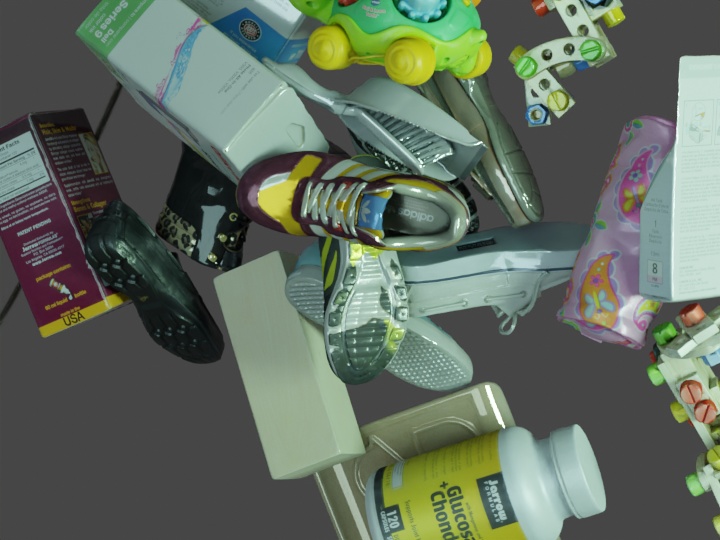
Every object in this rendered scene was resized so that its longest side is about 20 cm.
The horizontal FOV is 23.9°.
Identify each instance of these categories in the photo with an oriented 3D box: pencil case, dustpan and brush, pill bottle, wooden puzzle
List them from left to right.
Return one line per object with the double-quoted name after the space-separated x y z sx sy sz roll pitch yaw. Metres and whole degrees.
0.006 -0.135 1.457 0.200 0.140 0.057 40 79 2 "dustpan and brush"
0.073 0.219 1.617 0.199 0.046 0.186 -21 92 15 "wooden puzzle"
0.113 0.205 1.523 0.199 0.112 0.113 -20 92 16 "pill bottle"
0.239 -0.035 1.471 0.087 0.087 0.201 18 84 14 "pencil case"

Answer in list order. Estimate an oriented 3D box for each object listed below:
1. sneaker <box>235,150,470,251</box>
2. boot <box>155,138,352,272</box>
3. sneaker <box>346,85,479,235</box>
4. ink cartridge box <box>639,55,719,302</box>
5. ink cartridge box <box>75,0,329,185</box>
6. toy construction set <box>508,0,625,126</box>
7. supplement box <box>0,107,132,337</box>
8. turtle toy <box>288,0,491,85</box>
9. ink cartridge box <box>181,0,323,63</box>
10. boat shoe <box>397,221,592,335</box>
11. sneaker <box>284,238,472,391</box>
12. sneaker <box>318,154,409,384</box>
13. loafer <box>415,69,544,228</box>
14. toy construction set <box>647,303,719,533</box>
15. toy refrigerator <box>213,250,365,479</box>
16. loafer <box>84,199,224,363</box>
-0.007 -0.058 1.411 0.198 0.090 0.076 4 97 2 "sneaker"
-0.099 -0.069 1.608 0.199 0.073 0.151 27 105 16 "boot"
0.047 -0.087 1.568 0.073 0.080 0.201 -28 105 -9 "sneaker"
0.309 -0.080 1.431 0.057 0.162 0.202 7 101 56 "ink cartridge box"
-0.137 -0.159 1.506 0.200 0.145 0.088 37 84 24 "ink cartridge box"
0.155 -0.237 1.495 0.131 0.092 0.201 -31 99 20 "toy construction set"
-0.290 -0.049 1.653 0.085 0.110 0.201 -22 91 20 "supplement box"
0.019 -0.222 1.446 0.199 0.146 0.102 15 106 27 "turtle toy"
-0.079 -0.300 1.557 0.146 0.086 0.200 38 107 8 "ink cartridge box"
0.131 0.014 1.536 0.200 0.075 0.087 -9 116 -5 "boat shoe"
0.028 0.034 1.587 0.199 0.082 0.074 34 139 -14 "sneaker"
0.000 0.000 1.508 0.074 0.085 0.202 4 90 -15 "sneaker"
0.101 -0.124 1.538 0.063 0.072 0.201 -27 82 21 "loafer"
0.300 0.116 1.463 0.092 0.131 0.201 -13 108 17 "toy construction set"
-0.066 0.090 1.605 0.076 0.070 0.201 -23 76 19 "toy refrigerator"
-0.188 0.014 1.622 0.068 0.071 0.201 -10 135 31 "loafer"
